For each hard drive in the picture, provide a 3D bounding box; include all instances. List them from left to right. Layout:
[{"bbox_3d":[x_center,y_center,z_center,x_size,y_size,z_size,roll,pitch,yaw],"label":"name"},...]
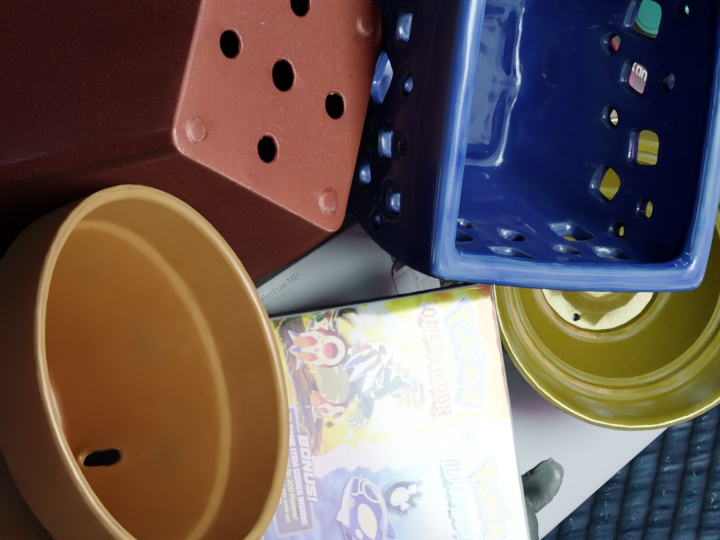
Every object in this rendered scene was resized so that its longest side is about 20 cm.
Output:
[{"bbox_3d":[0.139,0.085,1.702,0.200,0.025,0.132,-39,117,-19],"label":"hard drive"}]

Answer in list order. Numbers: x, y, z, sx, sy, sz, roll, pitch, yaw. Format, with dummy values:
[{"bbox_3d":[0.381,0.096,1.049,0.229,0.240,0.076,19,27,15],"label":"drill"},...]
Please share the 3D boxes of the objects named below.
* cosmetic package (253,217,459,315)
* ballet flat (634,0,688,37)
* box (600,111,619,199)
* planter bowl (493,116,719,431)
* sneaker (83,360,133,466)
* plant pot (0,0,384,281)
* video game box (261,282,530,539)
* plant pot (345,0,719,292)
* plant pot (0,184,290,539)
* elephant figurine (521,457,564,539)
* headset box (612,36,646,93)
[{"bbox_3d":[0.000,0.000,1.563,0.200,0.051,0.083,-35,116,-34],"label":"cosmetic package"},{"bbox_3d":[0.225,-0.245,1.731,0.071,0.071,0.201,17,74,-46],"label":"ballet flat"},{"bbox_3d":[0.117,-0.095,1.679,0.200,0.095,0.078,34,46,-42],"label":"box"},{"bbox_3d":[0.167,-0.001,1.636,0.200,0.083,0.201,-1,93,-14],"label":"planter bowl"},{"bbox_3d":[-0.118,0.121,1.431,0.082,0.075,0.201,-3,91,-51],"label":"sneaker"},{"bbox_3d":[-0.103,-0.100,1.388,0.200,0.176,0.201,28,67,-44],"label":"plant pot"},{"bbox_3d":[0.002,0.117,1.466,0.182,0.047,0.201,-10,92,-19],"label":"video game box"},{"bbox_3d":[0.085,-0.103,1.454,0.199,0.180,0.201,2,101,-32],"label":"plant pot"},{"bbox_3d":[-0.150,0.069,1.303,0.200,0.140,0.201,31,51,-48],"label":"plant pot"},{"bbox_3d":[0.009,0.160,1.541,0.200,0.141,0.155,35,33,-24],"label":"elephant figurine"},{"bbox_3d":[0.154,-0.208,1.750,0.148,0.075,0.201,32,64,-42],"label":"headset box"}]
